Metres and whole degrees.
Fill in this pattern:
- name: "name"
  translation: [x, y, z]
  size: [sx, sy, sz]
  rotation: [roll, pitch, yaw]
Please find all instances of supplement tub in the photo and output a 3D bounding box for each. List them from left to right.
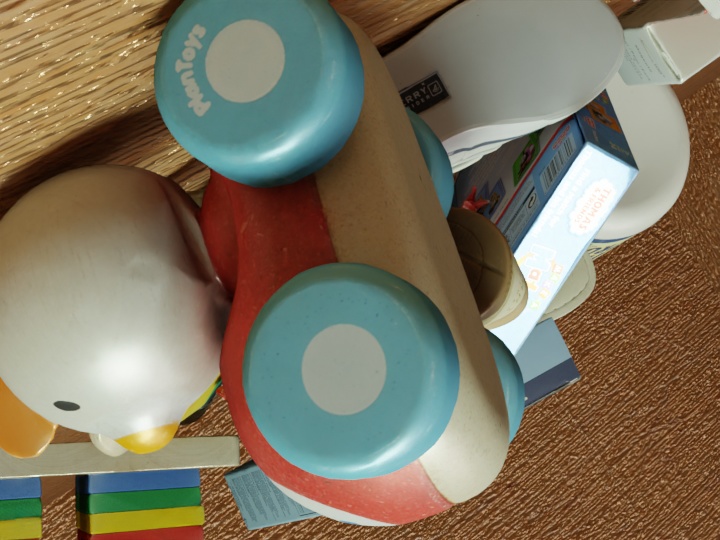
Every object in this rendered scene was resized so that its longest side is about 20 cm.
- name: "supplement tub"
  translation: [0.134, -0.070, 1.015]
  size: [0.144, 0.146, 0.200]
  rotation: [-31, 176, -23]

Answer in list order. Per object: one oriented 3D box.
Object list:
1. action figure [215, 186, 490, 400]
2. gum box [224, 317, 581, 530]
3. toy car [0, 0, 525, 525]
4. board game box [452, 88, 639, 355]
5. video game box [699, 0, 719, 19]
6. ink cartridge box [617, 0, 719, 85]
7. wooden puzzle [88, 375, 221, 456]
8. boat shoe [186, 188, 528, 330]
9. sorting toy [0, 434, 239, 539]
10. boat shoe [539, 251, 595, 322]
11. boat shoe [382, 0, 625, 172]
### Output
- name: "action figure"
  translation: [0.000, 0.000, 0.769]
  size: [0.201, 0.065, 0.099]
  rotation: [-57, -172, -8]
- name: "gum box"
  translation: [0.019, 0.100, 0.867]
  size: [0.169, 0.045, 0.200]
  rotation: [-25, 177, -24]
- name: "toy car"
  translation: [-0.061, 0.020, 0.488]
  size: [0.198, 0.179, 0.184]
  rotation: [-21, 168, 11]
- name: "board game box"
  translation: [0.085, -0.043, 0.770]
  size: [0.152, 0.036, 0.201]
  rotation: [-59, -166, 25]
- name: "video game box"
  translation: [0.239, -0.209, 0.613]
  size: [0.182, 0.047, 0.200]
  rotation: [-39, -175, 40]
- name: "ink cartridge box"
  translation: [0.240, -0.174, 0.748]
  size: [0.199, 0.044, 0.174]
  rotation: [-36, -169, -2]
- name: "wooden puzzle"
  translation: [-0.069, 0.019, 0.776]
  size: [0.186, 0.037, 0.200]
  rotation: [-57, 174, 0]
- name: "boat shoe"
  translation: [-0.024, 0.008, 0.619]
  size: [0.197, 0.072, 0.064]
  rotation: [4, 167, 20]
- name: "sorting toy"
  translation: [-0.188, 0.146, 0.878]
  size: [0.196, 0.071, 0.200]
  rotation: [-1, 172, -15]
- name: "boat shoe"
  translation: [0.059, 0.020, 0.906]
  size: [0.198, 0.073, 0.060]
  rotation: [-14, 166, -21]
- name: "boat shoe"
  translation: [0.035, -0.083, 0.678]
  size: [0.198, 0.074, 0.065]
  rotation: [-21, 177, -17]
